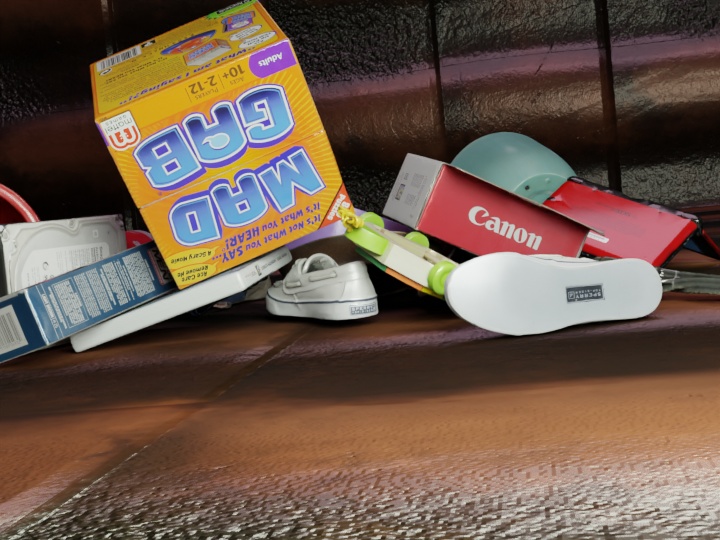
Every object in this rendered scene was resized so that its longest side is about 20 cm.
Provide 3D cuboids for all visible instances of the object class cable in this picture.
[{"bbox_3d":[0.296,0.021,1.056,0.200,0.050,0.097,12,-4,33],"label":"cable"}]

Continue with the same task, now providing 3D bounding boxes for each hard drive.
[{"bbox_3d":[-0.332,0.012,1.193,0.038,0.140,0.200,-3,4,26],"label":"hard drive"}]

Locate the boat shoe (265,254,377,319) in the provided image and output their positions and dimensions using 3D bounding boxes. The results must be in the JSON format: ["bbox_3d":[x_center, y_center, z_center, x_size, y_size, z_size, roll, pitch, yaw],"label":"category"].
[{"bbox_3d":[-0.044,0.014,1.162,0.073,0.066,0.200,-9,5,-34],"label":"boat shoe"}]

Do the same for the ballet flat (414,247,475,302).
[{"bbox_3d":[0.101,0.005,1.259,0.066,0.057,0.200,-6,4,13],"label":"ballet flat"}]

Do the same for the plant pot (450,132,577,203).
[{"bbox_3d":[0.235,-0.091,1.559,0.200,0.201,0.161,-7,16,-14],"label":"plant pot"}]

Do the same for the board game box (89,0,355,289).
[{"bbox_3d":[-0.150,-0.141,1.129,0.200,0.200,0.200,-23,29,-3],"label":"board game box"}]

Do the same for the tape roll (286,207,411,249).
[{"bbox_3d":[-0.035,-0.048,1.503,0.200,0.085,0.200,18,-1,0],"label":"tape roll"}]

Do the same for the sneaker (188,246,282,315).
[{"bbox_3d":[-0.157,0.004,1.289,0.070,0.078,0.200,-36,-14,-45],"label":"sneaker"}]

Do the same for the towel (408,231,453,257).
[{"bbox_3d":[0.115,-0.017,1.391,0.200,0.023,0.145,-7,-25,-16],"label":"towel"}]

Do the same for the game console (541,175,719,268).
[{"bbox_3d":[0.343,-0.037,1.396,0.200,0.119,0.172,24,55,40],"label":"game console"}]

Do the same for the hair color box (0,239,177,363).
[{"bbox_3d":[-0.290,0.030,1.098,0.100,0.061,0.200,-18,5,33],"label":"hair color box"}]

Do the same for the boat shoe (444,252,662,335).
[{"bbox_3d":[0.164,0.022,0.945,0.200,0.074,0.065,4,-3,-15],"label":"boat shoe"}]

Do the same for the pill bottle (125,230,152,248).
[{"bbox_3d":[-0.369,0.003,1.550,0.112,0.113,0.200,-4,5,20],"label":"pill bottle"}]

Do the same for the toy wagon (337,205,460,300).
[{"bbox_3d":[0.051,-0.013,1.074,0.200,0.040,0.155,21,9,-37],"label":"toy wagon"}]

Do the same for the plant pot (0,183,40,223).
[{"bbox_3d":[-0.470,-0.010,1.283,0.200,0.201,0.182,-6,1,-12],"label":"plant pot"}]

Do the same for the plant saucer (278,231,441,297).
[{"bbox_3d":[0.000,0.000,1.285,0.200,0.035,0.200,-5,-17,-2],"label":"plant saucer"}]

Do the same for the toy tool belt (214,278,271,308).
[{"bbox_3d":[-0.205,-0.013,1.471,0.125,0.123,0.200,-4,5,26],"label":"toy tool belt"}]

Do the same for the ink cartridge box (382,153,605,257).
[{"bbox_3d":[0.149,-0.054,1.223,0.200,0.084,0.176,21,4,-17],"label":"ink cartridge box"}]

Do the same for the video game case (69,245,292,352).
[{"bbox_3d":[-0.188,0.027,1.154,0.200,0.023,0.182,-20,6,14],"label":"video game case"}]
